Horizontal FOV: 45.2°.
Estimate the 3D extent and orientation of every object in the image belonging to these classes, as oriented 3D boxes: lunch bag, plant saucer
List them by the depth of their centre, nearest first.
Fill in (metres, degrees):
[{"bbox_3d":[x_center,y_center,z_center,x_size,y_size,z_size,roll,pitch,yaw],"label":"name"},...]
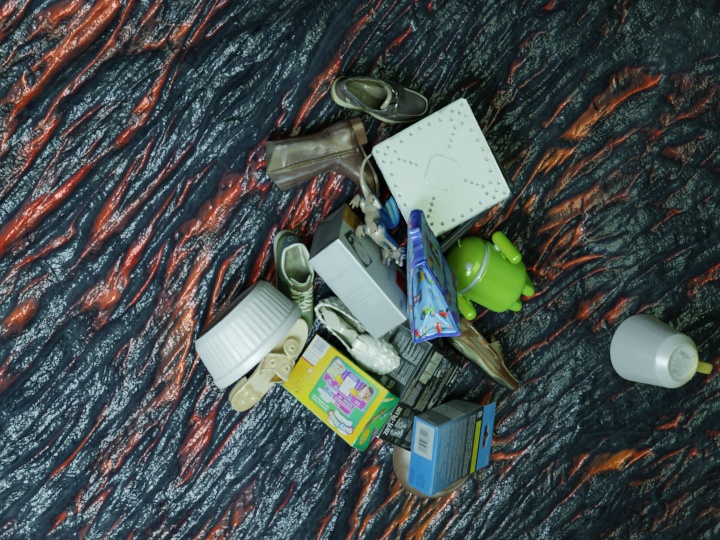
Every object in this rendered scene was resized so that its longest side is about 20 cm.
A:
[{"bbox_3d":[0.114,0.001,1.548,0.092,0.152,0.202,-11,130,11],"label":"lunch bag"},{"bbox_3d":[0.164,0.379,1.783,0.196,0.037,0.205,-3,99,-20],"label":"plant saucer"}]

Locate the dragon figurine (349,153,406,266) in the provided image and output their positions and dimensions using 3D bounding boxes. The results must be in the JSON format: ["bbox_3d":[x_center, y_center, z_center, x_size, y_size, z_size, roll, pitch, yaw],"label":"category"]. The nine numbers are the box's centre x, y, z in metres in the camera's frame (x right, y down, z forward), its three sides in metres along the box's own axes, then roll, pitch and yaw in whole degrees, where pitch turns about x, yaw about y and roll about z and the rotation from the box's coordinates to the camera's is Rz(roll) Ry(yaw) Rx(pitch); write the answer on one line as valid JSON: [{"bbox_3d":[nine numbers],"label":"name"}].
[{"bbox_3d":[0.032,-0.103,1.584,0.099,0.058,0.204,9,67,-57],"label":"dragon figurine"}]

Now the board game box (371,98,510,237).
[{"bbox_3d":[0.149,-0.183,1.605,0.198,0.026,0.203,-28,97,0],"label":"board game box"}]

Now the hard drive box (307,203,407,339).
[{"bbox_3d":[0.000,0.000,1.595,0.076,0.157,0.201,-33,112,20],"label":"hard drive box"}]

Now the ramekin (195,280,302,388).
[{"bbox_3d":[-0.205,0.104,1.530,0.202,0.202,0.095,-43,98,-9],"label":"ramekin"}]

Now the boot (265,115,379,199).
[{"bbox_3d":[-0.073,-0.174,1.602,0.197,0.064,0.190,-20,108,-11],"label":"boot"}]

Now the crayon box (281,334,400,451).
[{"bbox_3d":[-0.038,0.225,1.602,0.120,0.199,0.058,-54,148,-1],"label":"crayon box"}]

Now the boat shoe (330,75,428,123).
[{"bbox_3d":[0.043,-0.319,1.615,0.196,0.065,0.075,5,95,-21],"label":"boat shoe"}]

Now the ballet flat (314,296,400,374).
[{"bbox_3d":[-0.015,0.123,1.609,0.199,0.072,0.072,40,84,22],"label":"ballet flat"}]

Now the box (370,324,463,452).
[{"bbox_3d":[0.089,0.231,1.667,0.202,0.085,0.163,-59,145,-2],"label":"box"}]

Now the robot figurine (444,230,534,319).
[{"bbox_3d":[0.247,0.007,1.711,0.198,0.117,0.176,26,119,-22],"label":"robot figurine"}]

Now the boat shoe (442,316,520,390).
[{"bbox_3d":[0.257,0.169,1.763,0.199,0.075,0.074,40,81,-21],"label":"boat shoe"}]

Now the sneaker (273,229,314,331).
[{"bbox_3d":[-0.119,0.029,1.598,0.066,0.090,0.204,-11,102,-18],"label":"sneaker"}]

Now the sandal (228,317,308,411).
[{"bbox_3d":[-0.156,0.191,1.598,0.212,0.070,0.077,-49,131,6],"label":"sandal"}]

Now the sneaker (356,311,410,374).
[{"bbox_3d":[0.055,0.116,1.665,0.074,0.087,0.202,27,86,18],"label":"sneaker"}]

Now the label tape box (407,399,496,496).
[{"bbox_3d":[0.182,0.339,1.709,0.198,0.063,0.147,-11,112,-47],"label":"label tape box"}]

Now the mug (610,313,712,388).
[{"bbox_3d":[0.659,0.175,1.864,0.184,0.153,0.152,-20,104,-16],"label":"mug"}]

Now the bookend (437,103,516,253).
[{"bbox_3d":[0.161,-0.179,1.664,0.198,0.092,0.201,-40,108,-9],"label":"bookend"}]
